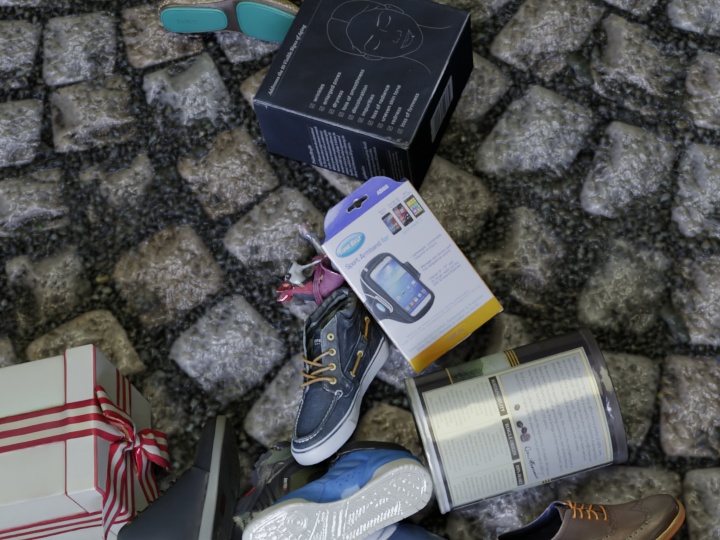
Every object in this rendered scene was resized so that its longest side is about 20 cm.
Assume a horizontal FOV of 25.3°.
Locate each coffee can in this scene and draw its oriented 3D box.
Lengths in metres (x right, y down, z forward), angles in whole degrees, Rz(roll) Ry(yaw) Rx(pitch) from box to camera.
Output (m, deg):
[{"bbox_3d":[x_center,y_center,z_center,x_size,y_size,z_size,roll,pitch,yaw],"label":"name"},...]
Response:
[{"bbox_3d":[0.159,0.155,1.662,0.199,0.146,0.147,-16,62,-1],"label":"coffee can"}]

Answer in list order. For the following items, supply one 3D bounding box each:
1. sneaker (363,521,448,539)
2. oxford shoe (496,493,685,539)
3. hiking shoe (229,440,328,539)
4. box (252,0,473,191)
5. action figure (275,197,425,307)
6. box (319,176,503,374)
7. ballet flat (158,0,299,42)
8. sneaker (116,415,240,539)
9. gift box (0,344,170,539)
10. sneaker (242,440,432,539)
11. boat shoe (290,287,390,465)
[{"bbox_3d":[0.020,0.351,1.624,0.146,0.081,0.200,13,68,22],"label":"sneaker"},{"bbox_3d":[0.233,0.265,1.625,0.200,0.073,0.071,-22,24,-5],"label":"oxford shoe"},{"bbox_3d":[-0.093,0.275,1.672,0.100,0.076,0.200,22,67,21],"label":"hiking shoe"},{"bbox_3d":[0.007,-0.221,1.890,0.196,0.124,0.200,19,67,15],"label":"box"},{"bbox_3d":[0.000,0.000,1.809,0.200,0.134,0.149,-25,99,2],"label":"action figure"},{"bbox_3d":[0.048,-0.004,1.726,0.119,0.041,0.200,-36,97,1],"label":"box"},{"bbox_3d":[-0.152,-0.329,2.001,0.199,0.071,0.065,8,50,7],"label":"ballet flat"},{"bbox_3d":[-0.186,0.233,1.631,0.106,0.075,0.200,-4,47,12],"label":"sneaker"},{"bbox_3d":[-0.306,0.209,1.682,0.186,0.185,0.201,-14,65,10],"label":"gift box"},{"bbox_3d":[-0.029,0.236,1.645,0.200,0.111,0.077,-25,103,-4],"label":"sneaker"},{"bbox_3d":[-0.039,0.110,1.710,0.071,0.091,0.200,-12,33,34],"label":"boat shoe"}]
